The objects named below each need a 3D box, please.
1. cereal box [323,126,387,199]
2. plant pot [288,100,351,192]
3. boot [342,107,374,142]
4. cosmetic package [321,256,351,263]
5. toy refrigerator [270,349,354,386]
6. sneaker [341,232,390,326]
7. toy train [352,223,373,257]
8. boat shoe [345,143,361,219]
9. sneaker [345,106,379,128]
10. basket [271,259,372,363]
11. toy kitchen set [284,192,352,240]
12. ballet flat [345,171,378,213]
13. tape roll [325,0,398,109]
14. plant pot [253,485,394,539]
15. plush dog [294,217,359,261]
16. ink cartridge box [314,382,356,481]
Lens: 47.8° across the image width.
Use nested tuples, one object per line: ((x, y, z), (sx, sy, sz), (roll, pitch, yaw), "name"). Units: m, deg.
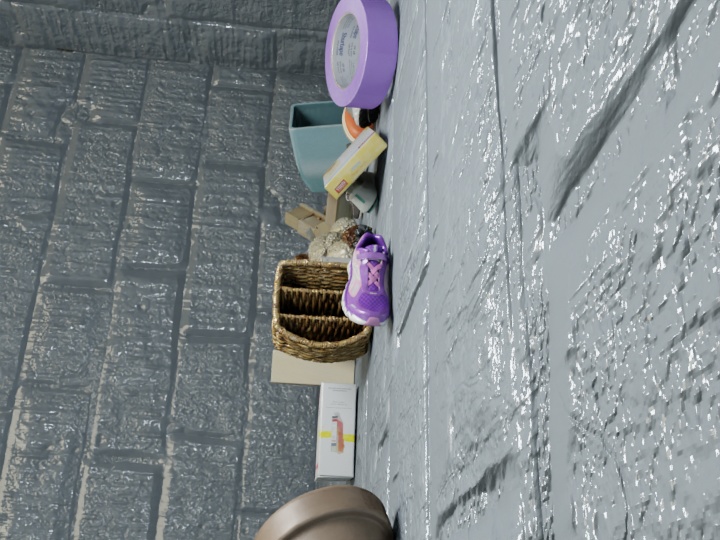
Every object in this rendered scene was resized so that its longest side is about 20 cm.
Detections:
((-0.014, -0.217, 1.618), (0.144, 0.039, 0.200), (-46, 12, 8), "cereal box")
((-0.083, -0.325, 2.178), (0.198, 0.191, 0.204), (-95, 0, -60), "plant pot")
((0.005, -0.383, 1.801), (0.107, 0.073, 0.204), (121, 154, -69), "boot")
((-0.045, 0.076, 1.824), (0.074, 0.101, 0.204), (-97, 10, -60), "cosmetic package")
((-0.114, 0.236, 1.945), (0.070, 0.195, 0.078), (116, 157, -78), "toy refrigerator")
((0.016, 0.008, 1.330), (0.202, 0.079, 0.090), (-91, 15, -55), "sneaker")
((0.000, 0.000, 1.687), (0.034, 0.045, 0.204), (-70, -10, -63), "toy train")
((-0.015, -0.219, 1.967), (0.067, 0.056, 0.203), (-93, 9, -57), "boat shoe")
((0.000, -0.397, 1.680), (0.079, 0.073, 0.203), (42, 140, 33), "sneaker")
((-0.073, 0.081, 1.568), (0.151, 0.195, 0.145), (100, 173, -48), "basket")
((-0.096, -0.199, 2.416), (0.162, 0.198, 0.184), (-30, -41, -43), "toy kitchen set")
((-0.003, -0.176, 1.696), (0.201, 0.068, 0.071), (-101, 16, -69), "ballet flat")
((-0.001, -0.409, 1.528), (0.199, 0.064, 0.205), (180, 90, -66), "tape roll")
((-0.027, 0.408, 1.032), (0.175, 0.196, 0.204), (-124, 34, -50), "plant pot")
((-0.057, -0.027, 1.960), (0.171, 0.158, 0.205), (9, 97, 59), "plush dog")
((-0.056, 0.366, 1.825), (0.145, 0.081, 0.205), (107, 166, -72), "ink cartridge box")
